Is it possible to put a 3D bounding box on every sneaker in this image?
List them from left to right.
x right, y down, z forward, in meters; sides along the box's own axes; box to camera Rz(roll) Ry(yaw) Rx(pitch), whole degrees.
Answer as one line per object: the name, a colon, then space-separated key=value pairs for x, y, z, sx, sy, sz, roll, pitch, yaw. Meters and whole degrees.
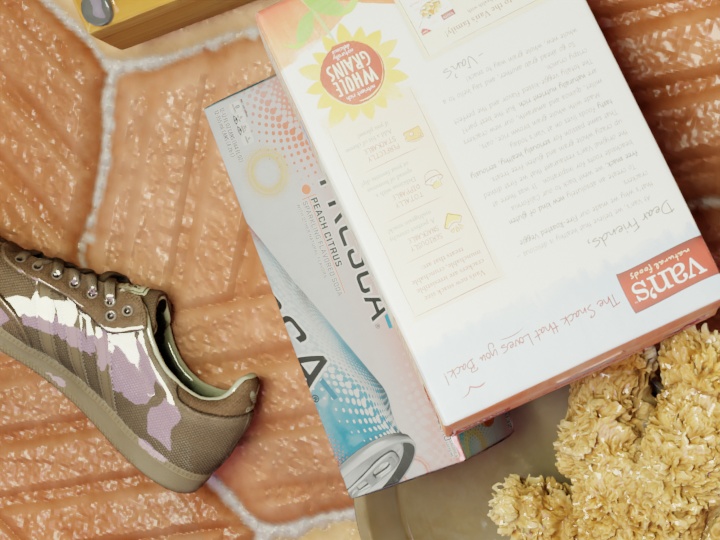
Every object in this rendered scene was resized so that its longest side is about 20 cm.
sneaker: x=-0.139 y=0.025 z=1.102 sx=0.200 sy=0.070 sz=0.076 roll=41 pitch=101 yaw=1

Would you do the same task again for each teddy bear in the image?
teddy bear: x=0.129 y=0.111 z=0.973 sx=0.145 sy=0.067 sz=0.200 roll=24 pitch=116 yaw=16

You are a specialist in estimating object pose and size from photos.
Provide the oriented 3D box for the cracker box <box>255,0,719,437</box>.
cracker box: x=0.055 y=-0.045 z=0.923 sx=0.134 sy=0.058 sz=0.200 roll=-24 pitch=79 yaw=-2

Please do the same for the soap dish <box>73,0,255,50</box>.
soap dish: x=-0.068 y=-0.199 z=0.967 sx=0.200 sy=0.081 sz=0.158 roll=-17 pitch=102 yaw=27

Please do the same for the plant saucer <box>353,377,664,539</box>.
plant saucer: x=0.093 y=0.119 z=1.047 sx=0.200 sy=0.029 sz=0.200 roll=8 pitch=113 yaw=20

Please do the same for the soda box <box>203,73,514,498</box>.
soda box: x=0.000 y=0.000 z=1.002 sx=0.068 sy=0.064 sz=0.200 roll=-22 pitch=88 yaw=28
